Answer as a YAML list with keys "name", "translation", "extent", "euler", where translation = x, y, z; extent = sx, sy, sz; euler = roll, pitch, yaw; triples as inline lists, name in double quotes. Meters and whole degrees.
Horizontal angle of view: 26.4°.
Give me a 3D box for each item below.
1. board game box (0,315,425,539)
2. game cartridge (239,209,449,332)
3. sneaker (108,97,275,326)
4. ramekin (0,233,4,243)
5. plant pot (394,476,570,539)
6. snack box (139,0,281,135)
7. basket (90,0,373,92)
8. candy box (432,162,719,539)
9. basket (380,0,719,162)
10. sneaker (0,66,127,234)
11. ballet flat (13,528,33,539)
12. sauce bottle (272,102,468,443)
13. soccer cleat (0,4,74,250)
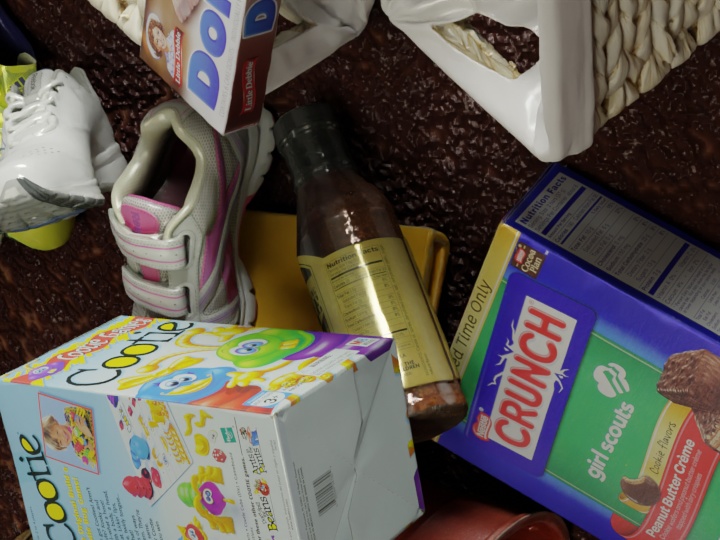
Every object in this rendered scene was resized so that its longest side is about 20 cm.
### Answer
- name: "board game box"
  translation: [-0.082, 0.093, 0.819]
  extent: [0.200, 0.103, 0.105]
  euler: [3, 111, 36]
- name: "game cartridge"
  translation: [-0.053, 0.052, 0.939]
  extent: [0.200, 0.032, 0.177]
  euler: [7, 81, 32]
- name: "sneaker"
  translation: [-0.113, -0.015, 0.913]
  extent: [0.081, 0.088, 0.200]
  euler: [7, 93, 31]
- name: "ramekin"
  translation: [-0.348, -0.047, 1.036]
  extent: [0.202, 0.202, 0.094]
  euler: [53, 144, -7]
- name: "plant pot"
  translation: [-0.002, 0.202, 0.973]
  extent: [0.195, 0.201, 0.201]
  euler: [24, 130, 30]
- name: "snack box"
  translation: [-0.057, -0.160, 0.658]
  extent: [0.072, 0.024, 0.200]
  euler: [43, 137, 31]
- name: "basket"
  translation: [-0.051, -0.204, 0.761]
  extent: [0.123, 0.136, 0.200]
  euler: [37, 133, 13]
- name: "candy box"
  translation: [0.150, 0.064, 0.846]
  extent: [0.200, 0.077, 0.169]
  euler: [31, 132, 16]
- name: "basket"
  translation: [0.082, -0.168, 0.650]
  extent: [0.136, 0.123, 0.200]
  euler: [47, 165, 29]
- name: "sneaker"
  translation: [-0.192, -0.074, 0.921]
  extent: [0.074, 0.200, 0.087]
  euler: [-14, 102, 2]
- name: "ballet flat"
  translation: [-0.266, 0.248, 1.249]
  extent: [0.068, 0.072, 0.200]
  euler: [45, 133, 1]
- name: "sauce bottle"
  translation: [0.000, 0.000, 0.867]
  extent: [0.066, 0.066, 0.200]
  euler: [-42, 59, 43]
- name: "soccer cleat"
  translation: [-0.235, -0.103, 1.005]
  extent: [0.084, 0.065, 0.200]
  euler: [-10, 112, 36]
